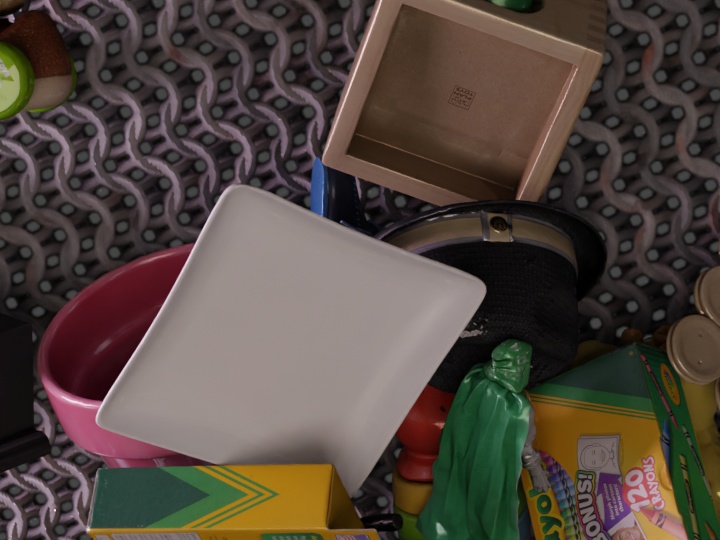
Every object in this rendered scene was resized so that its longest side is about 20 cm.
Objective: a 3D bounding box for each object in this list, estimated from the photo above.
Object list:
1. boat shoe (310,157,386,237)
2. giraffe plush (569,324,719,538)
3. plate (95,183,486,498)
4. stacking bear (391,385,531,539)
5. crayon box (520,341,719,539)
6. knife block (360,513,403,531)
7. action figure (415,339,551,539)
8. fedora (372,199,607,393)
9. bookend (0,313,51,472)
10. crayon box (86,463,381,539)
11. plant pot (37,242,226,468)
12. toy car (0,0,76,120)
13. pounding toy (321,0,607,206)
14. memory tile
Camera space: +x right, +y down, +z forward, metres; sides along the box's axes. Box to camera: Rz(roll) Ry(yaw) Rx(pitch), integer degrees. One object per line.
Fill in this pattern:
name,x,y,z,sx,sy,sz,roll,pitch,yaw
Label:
boat shoe,0.000,0.000,1.345,0.069,0.084,0.200,-7,123,-4
giraffe plush,0.228,0.124,1.333,0.172,0.200,0.162,-7,81,-18
plate,-0.047,0.049,1.172,0.199,0.032,0.200,22,114,-25
stacking bear,0.074,0.164,1.363,0.121,0.114,0.200,-22,109,-22
crayon box,0.183,0.166,1.244,0.119,0.058,0.200,-28,62,33
knife block,-0.039,0.229,1.364,0.175,0.200,0.064,-27,104,-6
action figure,0.092,0.134,1.234,0.055,0.118,0.200,-16,129,-33
fedora,0.086,0.032,1.258,0.200,0.092,0.201,-7,148,-5
bookend,-0.329,0.032,1.297,0.200,0.092,0.199,16,112,35
crayon box,-0.073,0.183,1.224,0.200,0.052,0.126,-2,148,12
plant pot,-0.119,0.105,1.323,0.200,0.200,0.179,-15,122,6
toy car,-0.292,-0.204,1.247,0.158,0.164,0.200,-6,97,4
pounding toy,0.097,-0.160,1.263,0.184,0.142,0.200,19,124,-4
memory tile,0.311,0.037,1.300,0.153,0.200,0.017,40,149,-11
